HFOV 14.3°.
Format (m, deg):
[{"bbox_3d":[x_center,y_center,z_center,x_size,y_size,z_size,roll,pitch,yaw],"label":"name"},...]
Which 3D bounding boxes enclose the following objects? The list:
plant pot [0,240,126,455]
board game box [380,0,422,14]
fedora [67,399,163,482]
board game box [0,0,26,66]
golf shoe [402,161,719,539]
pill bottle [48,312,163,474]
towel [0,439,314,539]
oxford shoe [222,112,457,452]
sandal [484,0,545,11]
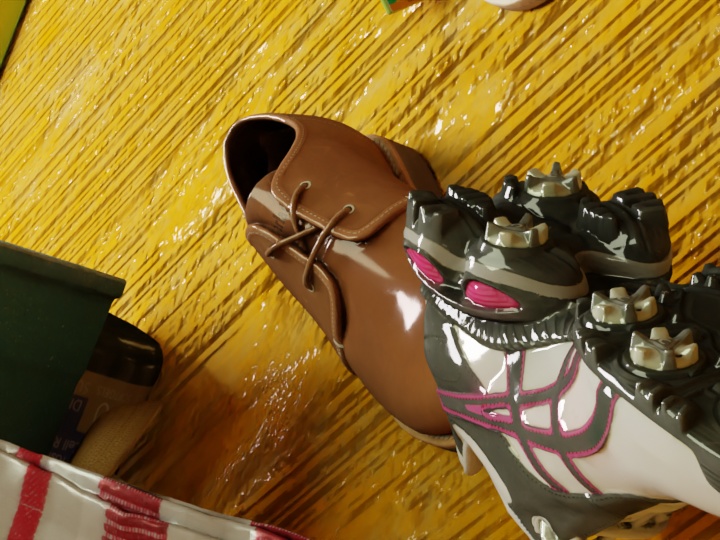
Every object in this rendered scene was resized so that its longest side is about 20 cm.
[{"bbox_3d":[-0.202,0.062,0.966,0.200,0.200,0.188,13,85,66],"label":"plant pot"},{"bbox_3d":[-0.012,-0.186,1.067,0.030,0.096,0.200,-23,37,4],"label":"board game box"},{"bbox_3d":[-0.098,0.140,0.951,0.201,0.082,0.201,-58,4,6],"label":"fedora"},{"bbox_3d":[-0.236,-0.080,1.496,0.102,0.048,0.200,18,87,66],"label":"board game box"},{"bbox_3d":[0.078,0.037,0.738,0.200,0.077,0.088,-144,49,-61],"label":"golf shoe"},{"bbox_3d":[-0.163,0.100,1.113,0.200,0.112,0.112,-68,24,2],"label":"pill bottle"},{"bbox_3d":[-0.074,0.134,0.833,0.023,0.200,0.144,43,-115,-73],"label":"towel"},{"bbox_3d":[0.000,0.000,0.910,0.071,0.071,0.200,-62,26,9],"label":"oxford shoe"},{"bbox_3d":[0.027,-0.174,0.997,0.078,0.070,0.212,-49,30,36],"label":"sandal"}]
